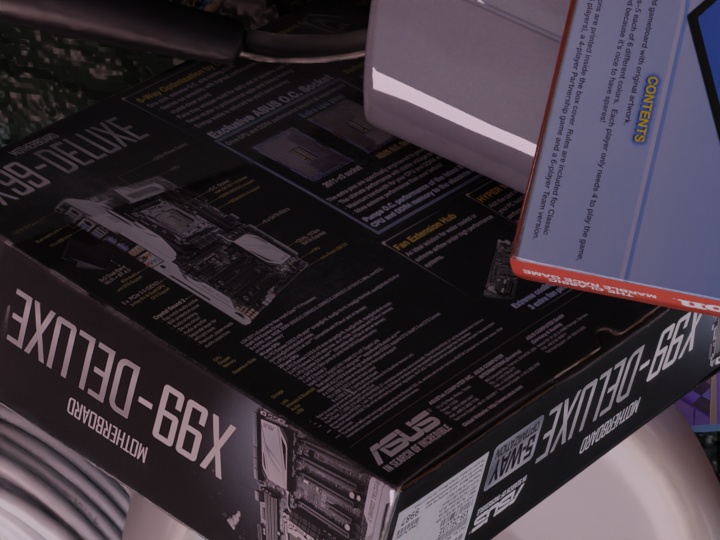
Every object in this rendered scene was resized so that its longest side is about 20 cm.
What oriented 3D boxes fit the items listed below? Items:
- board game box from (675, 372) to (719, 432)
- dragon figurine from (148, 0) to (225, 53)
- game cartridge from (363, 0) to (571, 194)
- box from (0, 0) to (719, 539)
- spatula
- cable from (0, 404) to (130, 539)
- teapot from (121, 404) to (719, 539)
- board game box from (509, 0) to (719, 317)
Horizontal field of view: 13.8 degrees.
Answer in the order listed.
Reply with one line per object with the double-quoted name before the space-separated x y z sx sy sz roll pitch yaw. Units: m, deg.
"board game box" 0.136 -0.012 0.864 0.199 0.039 0.158 -4 119 23
"dragon figurine" -0.029 -0.160 0.826 0.099 0.059 0.200 37 126 -3
"game cartridge" 0.083 -0.110 0.775 0.133 0.041 0.200 24 98 10
"box" 0.000 0.000 0.805 0.158 0.200 0.050 30 126 24
"spatula" -0.017 -0.065 0.829 0.199 0.057 0.021 6 131 -3
"cable" -0.141 0.121 1.039 0.199 0.069 0.200 6 122 18
"teapot" 0.021 0.091 0.918 0.197 0.146 0.201 -15 98 -1
"board game box" 0.108 -0.085 0.710 0.103 0.201 0.019 11 167 14
